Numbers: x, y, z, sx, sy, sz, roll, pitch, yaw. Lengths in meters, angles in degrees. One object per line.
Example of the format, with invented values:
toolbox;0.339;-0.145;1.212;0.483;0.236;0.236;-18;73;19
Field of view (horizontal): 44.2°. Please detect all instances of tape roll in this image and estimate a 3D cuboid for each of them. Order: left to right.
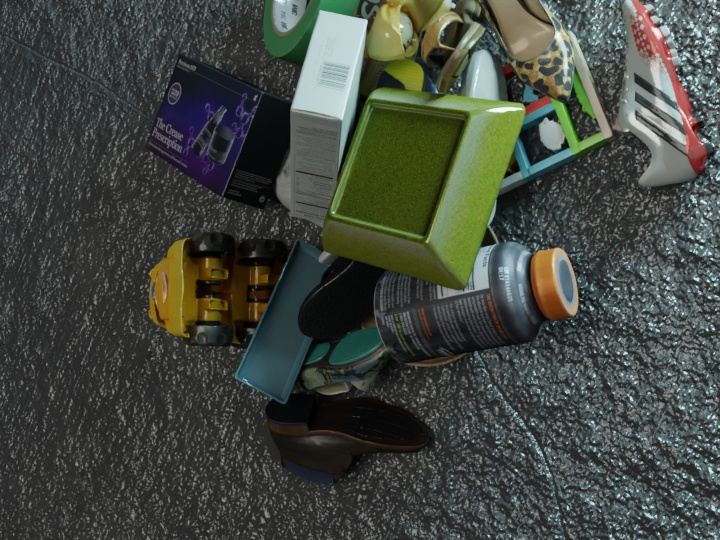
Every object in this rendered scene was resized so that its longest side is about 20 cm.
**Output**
tape roll;-0.057;-0.352;1.084;0.200;0.048;0.201;-30;54;54

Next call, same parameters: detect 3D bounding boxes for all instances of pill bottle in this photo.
pill bottle;0.122;0.031;0.929;0.199;0.106;0.107;-13;80;29

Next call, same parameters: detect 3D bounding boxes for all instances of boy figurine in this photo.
boy figurine;0.070;-0.322;0.998;0.064;0.124;0.200;24;72;34

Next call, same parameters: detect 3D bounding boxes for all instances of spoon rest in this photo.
spoon rest;-0.056;-0.089;1.123;0.099;0.061;0.200;-39;55;22

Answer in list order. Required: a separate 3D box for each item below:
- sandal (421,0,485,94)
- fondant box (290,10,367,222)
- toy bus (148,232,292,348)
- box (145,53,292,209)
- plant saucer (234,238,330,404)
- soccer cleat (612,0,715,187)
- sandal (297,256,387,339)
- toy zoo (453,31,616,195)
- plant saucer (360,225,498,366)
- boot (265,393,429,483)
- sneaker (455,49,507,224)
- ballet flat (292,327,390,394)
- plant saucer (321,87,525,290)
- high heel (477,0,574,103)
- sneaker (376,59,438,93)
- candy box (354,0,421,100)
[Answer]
sandal;0.095;-0.253;0.966;0.054;0.200;0.080;24;123;-8
fondant box;-0.038;-0.167;1.005;0.058;0.200;0.145;12;61;1
toy bus;-0.199;0.028;1.116;0.191;0.200;0.136;-2;84;38
box;-0.183;-0.186;1.165;0.200;0.079;0.142;31;100;41
plant saucer;-0.086;0.059;1.071;0.019;0.070;0.201;-33;30;58
soccer cleat;0.292;-0.181;0.908;0.085;0.069;0.201;-21;80;24
sandal;0.001;0.000;1.034;0.201;0.075;0.048;-49;26;14
toy zoo;0.172;-0.163;1.004;0.200;0.020;0.132;-25;74;27
plant saucer;0.081;0.011;1.037;0.200;0.035;0.201;-2;86;31
boot;-0.014;0.210;1.075;0.199;0.075;0.097;8;126;15
sneaker;0.107;-0.146;0.986;0.088;0.075;0.201;3;82;42
ballet flat;-0.018;0.114;1.058;0.200;0.074;0.075;-14;79;48
plant saucer;0.049;-0.100;0.928;0.199;0.048;0.201;16;85;39
high heel;0.156;-0.272;0.930;0.071;0.142;0.201;-31;59;24
sneaker;0.042;-0.141;1.043;0.074;0.082;0.201;25;98;26
candy box;0.018;-0.310;1.086;0.115;0.055;0.201;18;96;31
